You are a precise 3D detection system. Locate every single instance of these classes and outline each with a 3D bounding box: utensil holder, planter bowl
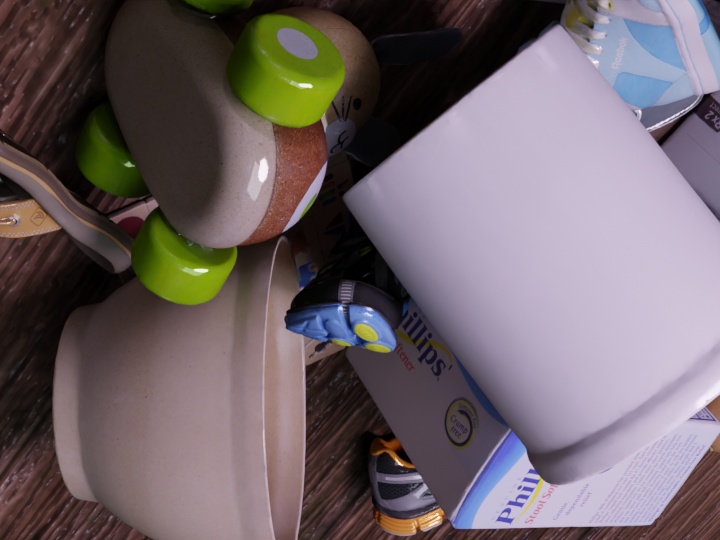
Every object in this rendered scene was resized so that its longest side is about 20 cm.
[{"bbox_3d":[0.109,-0.010,0.726,0.170,0.170,0.200,-38,93,4],"label":"utensil holder"},{"bbox_3d":[-0.110,0.081,0.797,0.134,0.201,0.201,-2,133,4],"label":"planter bowl"}]

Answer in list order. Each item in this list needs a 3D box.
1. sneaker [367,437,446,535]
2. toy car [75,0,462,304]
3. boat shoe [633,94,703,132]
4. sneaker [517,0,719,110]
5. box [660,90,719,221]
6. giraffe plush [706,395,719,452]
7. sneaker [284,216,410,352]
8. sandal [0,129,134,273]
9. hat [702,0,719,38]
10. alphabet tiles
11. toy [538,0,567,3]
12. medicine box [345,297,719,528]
[{"bbox_3d":[0.094,0.138,1.045,0.199,0.078,0.078,-27,118,-16],"label":"sneaker"},{"bbox_3d":[-0.032,-0.090,0.729,0.199,0.158,0.165,-7,143,-41],"label":"toy car"},{"bbox_3d":[0.161,-0.096,0.887,0.199,0.062,0.073,-18,135,-16],"label":"boat shoe"},{"bbox_3d":[0.136,-0.144,0.766,0.130,0.080,0.200,-23,146,19],"label":"sneaker"},{"bbox_3d":[0.358,-0.038,0.955,0.131,0.199,0.200,-47,135,13],"label":"box"},{"bbox_3d":[0.294,0.094,1.057,0.199,0.162,0.173,-20,134,-14],"label":"giraffe plush"},{"bbox_3d":[0.000,0.000,0.808,0.070,0.200,0.083,12,102,7],"label":"sneaker"},{"bbox_3d":[-0.197,-0.043,0.706,0.054,0.080,0.200,-51,140,-6],"label":"sandal"},{"bbox_3d":[0.291,-0.208,0.829,0.200,0.081,0.201,-27,141,-25],"label":"hat"},{"bbox_3d":[-0.072,0.006,0.878,0.166,0.008,0.201,-24,136,-11],"label":"alphabet tiles"},{"bbox_3d":[0.112,-0.208,0.772,0.199,0.047,0.116,-3,127,-29],"label":"toy"},{"bbox_3d":[0.121,0.085,0.933,0.199,0.182,0.103,7,123,-34],"label":"medicine box"}]
